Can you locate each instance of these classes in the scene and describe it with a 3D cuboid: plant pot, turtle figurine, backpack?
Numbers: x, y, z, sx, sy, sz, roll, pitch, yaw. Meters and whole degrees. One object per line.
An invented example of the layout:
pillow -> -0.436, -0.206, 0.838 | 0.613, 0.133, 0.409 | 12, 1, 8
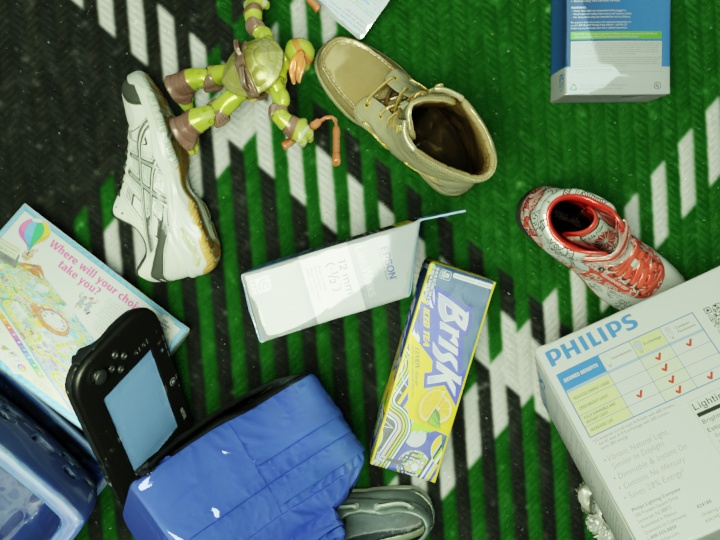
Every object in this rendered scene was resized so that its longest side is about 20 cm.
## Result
plant pot -> -0.356, 0.204, 0.737 | 0.200, 0.180, 0.200 | 42, 93, -3
turtle figurine -> -0.100, -0.167, 0.746 | 0.160, 0.064, 0.202 | -22, 77, 17
backpack -> -0.090, 0.203, 0.734 | 0.199, 0.163, 0.168 | -34, 83, -31

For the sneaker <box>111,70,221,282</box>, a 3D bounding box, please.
sneaker -> -0.204, -0.085, 0.774 | 0.087, 0.076, 0.202 | -17, 91, 4

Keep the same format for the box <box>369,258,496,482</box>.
box -> 0.068, 0.094, 0.795 | 0.069, 0.064, 0.203 | 16, 93, -2

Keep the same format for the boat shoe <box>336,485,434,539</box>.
boat shoe -> -0.024, 0.256, 0.804 | 0.197, 0.062, 0.074 | -9, 94, 0

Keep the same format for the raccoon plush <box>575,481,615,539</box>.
raccoon plush -> 0.262, 0.300, 0.820 | 0.095, 0.135, 0.202 | -3, 126, -15

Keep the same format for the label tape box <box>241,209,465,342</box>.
label tape box -> 0.000, 0.000, 0.748 | 0.197, 0.143, 0.067 | -15, 93, 0

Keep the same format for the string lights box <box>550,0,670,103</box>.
string lights box -> 0.237, -0.266, 0.777 | 0.101, 0.059, 0.203 | 0, 94, -1

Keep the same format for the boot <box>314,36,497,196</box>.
boot -> 0.037, -0.147, 0.733 | 0.073, 0.155, 0.200 | -44, 92, 2

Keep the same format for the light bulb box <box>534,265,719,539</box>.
light bulb box -> 0.287, 0.138, 0.727 | 0.196, 0.125, 0.201 | -24, 56, 1

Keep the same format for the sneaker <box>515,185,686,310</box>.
sneaker -> 0.241, -0.010, 0.769 | 0.200, 0.108, 0.068 | 34, 92, -3

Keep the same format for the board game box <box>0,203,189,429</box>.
board game box -> -0.283, 0.051, 0.781 | 0.199, 0.034, 0.135 | 38, 73, -3

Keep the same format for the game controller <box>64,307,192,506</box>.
game controller -> -0.203, 0.127, 0.740 | 0.042, 0.202, 0.104 | 25, 50, 29

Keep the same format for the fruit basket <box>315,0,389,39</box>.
fruit basket -> -0.011, -0.356, 0.766 | 0.184, 0.094, 0.201 | 37, 107, -2
